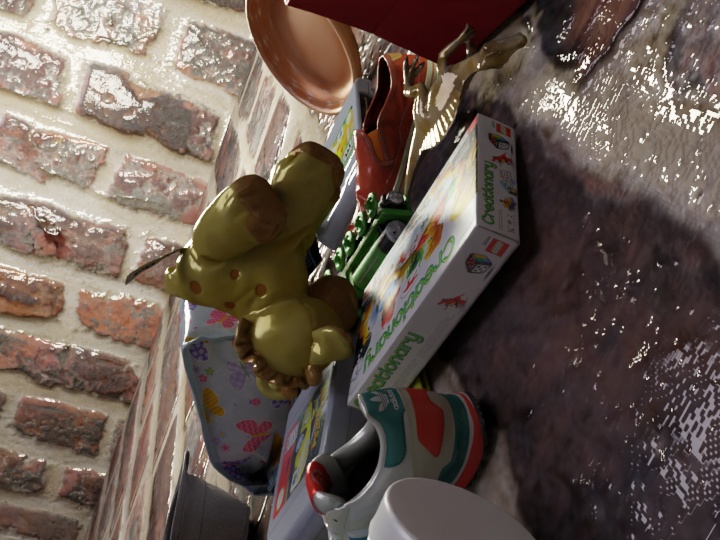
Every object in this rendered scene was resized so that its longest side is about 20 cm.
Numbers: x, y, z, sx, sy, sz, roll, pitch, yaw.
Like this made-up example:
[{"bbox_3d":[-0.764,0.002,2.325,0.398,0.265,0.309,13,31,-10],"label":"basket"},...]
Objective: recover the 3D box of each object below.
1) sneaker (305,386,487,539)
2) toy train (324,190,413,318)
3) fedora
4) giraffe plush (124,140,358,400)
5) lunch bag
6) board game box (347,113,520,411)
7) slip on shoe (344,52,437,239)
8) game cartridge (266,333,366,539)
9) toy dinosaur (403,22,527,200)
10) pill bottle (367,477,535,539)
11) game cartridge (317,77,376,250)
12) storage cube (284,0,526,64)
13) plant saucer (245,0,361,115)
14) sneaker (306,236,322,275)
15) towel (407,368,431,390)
[{"bbox_3d":[-0.002,0.152,0.554,0.200,0.093,0.070,-64,27,23],"label":"sneaker"},{"bbox_3d":[0.000,0.000,0.797,0.200,0.042,0.057,123,144,-54],"label":"toy train"},{"bbox_3d":[-0.174,0.306,0.977,0.177,0.090,0.201,-98,23,-59],"label":"fedora"},{"bbox_3d":[-0.067,0.017,0.737,0.200,0.162,0.173,-37,-3,-13],"label":"giraffe plush"},{"bbox_3d":[-0.121,0.113,0.940,0.170,0.127,0.201,-116,19,-64],"label":"lunch bag"},{"bbox_3d":[0.050,0.001,0.640,0.127,0.034,0.200,-82,18,-48],"label":"board game box"},{"bbox_3d":[0.017,-0.114,0.845,0.074,0.061,0.201,-149,76,-72],"label":"slip on shoe"},{"bbox_3d":[-0.035,0.153,0.753,0.133,0.041,0.200,-55,18,36],"label":"game cartridge"},{"bbox_3d":[0.060,-0.130,0.724,0.101,0.058,0.200,-92,25,-46],"label":"toy dinosaur"},{"bbox_3d":[0.013,0.209,0.429,0.109,0.108,0.201,-124,53,-70],"label":"pill bottle"},{"bbox_3d":[-0.014,-0.118,1.001,0.200,0.040,0.134,-94,23,-52],"label":"game cartridge"},{"bbox_3d":[0.056,-0.301,0.719,0.180,0.170,0.201,153,132,-69],"label":"storage cube"},{"bbox_3d":[-0.068,-0.296,1.139,0.037,0.200,0.200,-42,4,-24],"label":"plant saucer"},{"bbox_3d":[-0.078,-0.037,1.006,0.200,0.078,0.070,119,143,-56],"label":"sneaker"},{"bbox_3d":[0.006,0.169,0.661,0.086,0.018,0.201,-104,35,-60],"label":"towel"}]
